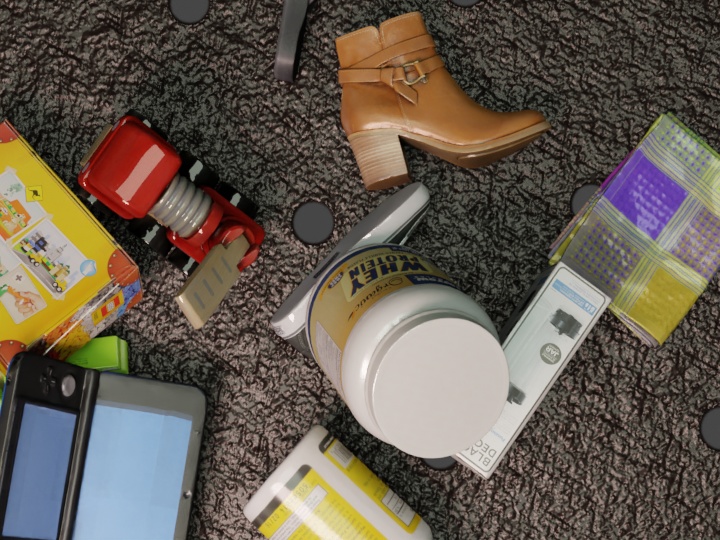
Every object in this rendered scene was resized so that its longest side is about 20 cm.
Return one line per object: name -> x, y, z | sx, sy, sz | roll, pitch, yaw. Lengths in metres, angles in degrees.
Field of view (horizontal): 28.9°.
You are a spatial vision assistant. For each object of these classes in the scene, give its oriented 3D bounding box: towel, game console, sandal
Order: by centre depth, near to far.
game console -> -0.234, 0.185, 1.231 | 0.117, 0.171, 0.203 | 3, 79, 21
towel -> 0.290, -0.040, 1.355 | 0.143, 0.023, 0.200 | 40, 81, 3
sandal -> -0.047, -0.283, 1.358 | 0.042, 0.076, 0.203 | 10, 96, 2

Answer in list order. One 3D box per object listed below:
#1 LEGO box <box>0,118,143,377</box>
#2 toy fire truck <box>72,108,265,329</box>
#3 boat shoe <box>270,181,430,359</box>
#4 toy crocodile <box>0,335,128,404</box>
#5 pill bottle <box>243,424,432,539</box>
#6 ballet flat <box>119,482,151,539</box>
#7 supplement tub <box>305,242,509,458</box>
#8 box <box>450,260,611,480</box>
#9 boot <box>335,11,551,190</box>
LEGO box -> -0.321, -0.014, 1.292 | 0.148, 0.077, 0.200 | -39, 75, -19
toy fire truck -> -0.165, -0.042, 1.252 | 0.175, 0.200, 0.129 | 38, 84, -22
boat shoe -> 0.000, 0.000, 1.341 | 0.200, 0.069, 0.057 | -45, 105, -2
toy crocodile -> -0.318, 0.100, 1.328 | 0.197, 0.062, 0.068 | -11, 53, -7
pill bottle -> -0.003, 0.249, 1.292 | 0.200, 0.111, 0.111 | 42, 86, 3
ballet flat -> -0.226, 0.205, 1.310 | 0.200, 0.072, 0.072 | 41, 86, 4
supplement tub -> 0.040, 0.068, 1.228 | 0.142, 0.200, 0.147 | -5, 108, -16
box -> 0.145, 0.094, 1.304 | 0.060, 0.117, 0.201 | 35, 87, 2
boot -> 0.076, -0.175, 1.349 | 0.197, 0.074, 0.157 | -12, 81, -4
